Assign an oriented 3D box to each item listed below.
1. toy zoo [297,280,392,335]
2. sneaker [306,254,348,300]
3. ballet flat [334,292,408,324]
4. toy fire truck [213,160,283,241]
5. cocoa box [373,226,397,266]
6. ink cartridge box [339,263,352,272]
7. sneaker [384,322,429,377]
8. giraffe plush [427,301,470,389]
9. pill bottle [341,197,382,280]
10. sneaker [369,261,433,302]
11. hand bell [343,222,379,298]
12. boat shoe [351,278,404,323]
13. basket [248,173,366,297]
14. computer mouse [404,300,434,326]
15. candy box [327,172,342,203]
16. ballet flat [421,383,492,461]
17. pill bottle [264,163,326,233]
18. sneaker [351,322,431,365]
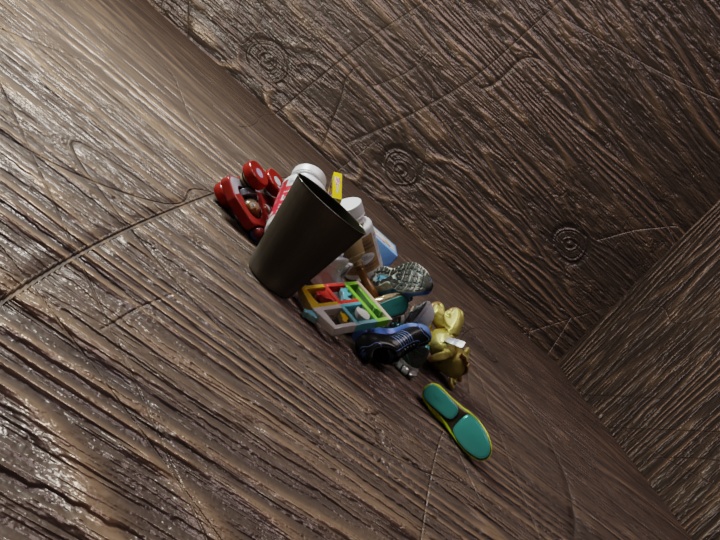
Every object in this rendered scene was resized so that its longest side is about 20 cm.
[{"bbox_3d":[-0.042,0.076,1.349,0.198,0.021,0.131,-4,41,-44],"label":"toy zoo"},{"bbox_3d":[-0.055,0.016,1.460,0.199,0.115,0.075,34,14,-36],"label":"sneaker"},{"bbox_3d":[0.017,0.097,1.461,0.198,0.065,0.072,-9,88,-33],"label":"ballet flat"},{"bbox_3d":[-0.233,-0.141,1.482,0.170,0.111,0.199,65,18,13],"label":"toy fire truck"},{"bbox_3d":[-0.006,-0.073,1.901,0.199,0.131,0.134,41,12,-10],"label":"cocoa box"},{"bbox_3d":[-0.086,-0.027,1.629,0.116,0.067,0.200,43,12,3],"label":"ink cartridge box"},{"bbox_3d":[0.082,0.147,1.514,0.200,0.091,0.077,45,11,11],"label":"sneaker"},{"bbox_3d":[0.222,0.205,1.688,0.200,0.172,0.163,40,-16,52],"label":"giraffe plush"},{"bbox_3d":[-0.015,-0.086,1.751,0.115,0.113,0.202,-114,-173,-63],"label":"pill bottle"},{"bbox_3d":[0.108,0.035,1.546,0.090,0.079,0.199,40,-20,-29],"label":"sneaker"},{"bbox_3d":[0.000,0.000,1.539,0.104,0.103,0.202,-35,102,-78],"label":"hand bell"},{"bbox_3d":[0.029,0.079,1.634,0.059,0.073,0.200,7,27,-43],"label":"boat shoe"},{"bbox_3d":[-0.119,-0.058,1.295,0.180,0.200,0.136,39,11,-18],"label":"basket"},{"bbox_3d":[0.139,0.123,1.582,0.044,0.110,0.200,39,-13,-1],"label":"computer mouse"},{"bbox_3d":[-0.066,-0.149,1.498,0.026,0.104,0.201,13,23,-7],"label":"candy box"},{"bbox_3d":[0.208,0.324,1.402,0.200,0.067,0.067,47,-9,24],"label":"ballet flat"},{"bbox_3d":[-0.137,-0.140,1.461,0.112,0.112,0.202,37,45,-26],"label":"pill bottle"},{"bbox_3d":[0.077,0.163,1.397,0.197,0.071,0.078,0,46,-30],"label":"sneaker"}]
